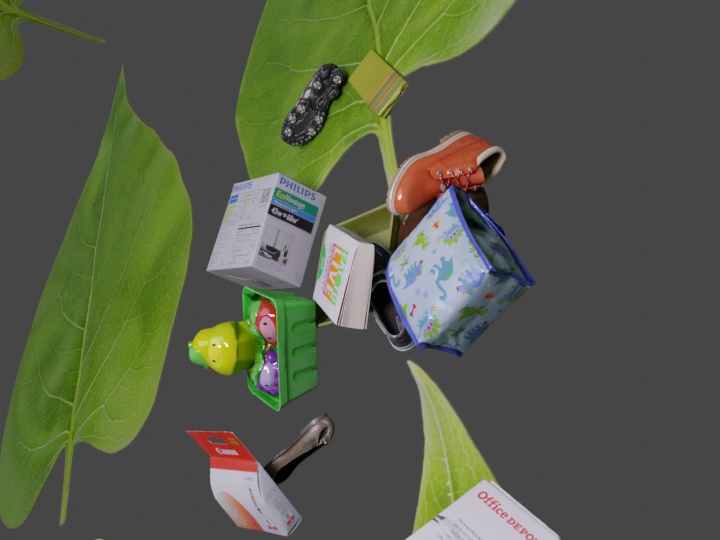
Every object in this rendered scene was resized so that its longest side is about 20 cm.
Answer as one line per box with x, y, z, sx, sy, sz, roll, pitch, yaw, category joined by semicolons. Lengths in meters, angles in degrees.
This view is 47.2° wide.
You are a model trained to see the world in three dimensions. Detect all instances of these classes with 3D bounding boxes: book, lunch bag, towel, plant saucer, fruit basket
-0.027;0.005;1.332;0.200;0.048;0.134;-146;66;-72;book
0.129;-0.003;1.199;0.170;0.127;0.200;-49;47;24;lunch bag
0.034;-0.378;1.659;0.086;0.018;0.200;-49;36;14;towel
0.000;0.000;1.442;0.200;0.048;0.200;-19;56;48;plant saucer
0.121;-0.068;1.331;0.200;0.037;0.201;-33;45;40;plant saucer
-0.188;0.134;1.437;0.155;0.216;0.216;18;85;56;fruit basket

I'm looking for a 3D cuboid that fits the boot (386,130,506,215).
0.133;-0.144;1.270;0.200;0.075;0.107;-39;42;-20;boot

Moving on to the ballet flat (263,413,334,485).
-0.109;0.319;1.394;0.200;0.067;0.046;-47;70;21;ballet flat

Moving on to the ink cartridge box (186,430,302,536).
-0.207;0.355;1.381;0.162;0.200;0.050;-12;31;50;ink cartridge box

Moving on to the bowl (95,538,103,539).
-0.523;0.666;1.705;0.201;0.094;0.201;-30;48;40;bowl

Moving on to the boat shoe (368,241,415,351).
0.042;0.029;1.290;0.072;0.071;0.200;-27;61;4;boat shoe

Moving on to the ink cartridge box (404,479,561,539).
0.122;0.355;0.942;0.200;0.084;0.144;-33;30;-16;ink cartridge box

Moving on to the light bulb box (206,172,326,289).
-0.193;-0.075;1.683;0.198;0.125;0.200;-3;67;54;light bulb box

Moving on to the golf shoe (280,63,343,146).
-0.103;-0.360;1.800;0.200;0.077;0.088;-54;16;13;golf shoe
